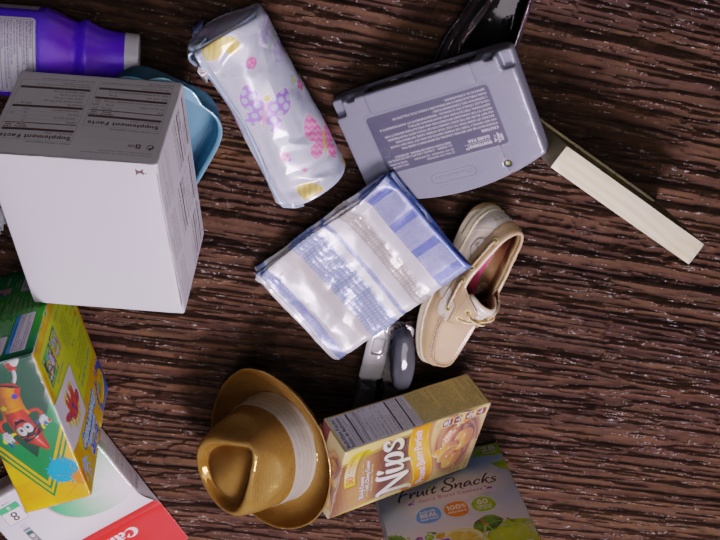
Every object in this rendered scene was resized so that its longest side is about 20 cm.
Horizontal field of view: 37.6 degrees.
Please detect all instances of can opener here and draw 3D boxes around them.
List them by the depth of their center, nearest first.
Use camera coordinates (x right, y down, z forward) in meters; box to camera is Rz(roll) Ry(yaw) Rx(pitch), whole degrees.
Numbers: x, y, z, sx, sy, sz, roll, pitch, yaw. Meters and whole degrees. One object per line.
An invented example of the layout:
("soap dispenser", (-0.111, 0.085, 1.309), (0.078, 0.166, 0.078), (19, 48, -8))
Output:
("can opener", (0.021, 0.151, 1.224), (0.053, 0.067, 0.202), (6, 114, -14))

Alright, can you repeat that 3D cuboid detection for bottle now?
("bottle", (-0.309, -0.208, 1.001), (0.197, 0.065, 0.085), (1, 112, -10))

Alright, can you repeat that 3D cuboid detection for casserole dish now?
("casserole dish", (-0.209, -0.126, 1.038), (0.120, 0.039, 0.200), (21, 137, -18))

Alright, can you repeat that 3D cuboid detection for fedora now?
("fedora", (-0.121, 0.208, 1.163), (0.081, 0.199, 0.203), (-22, 126, -46))

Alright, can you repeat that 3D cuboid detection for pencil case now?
("pencil case", (-0.091, -0.161, 1.046), (0.082, 0.091, 0.201), (-6, 126, 38))

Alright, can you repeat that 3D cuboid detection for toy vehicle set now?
("toy vehicle set", (0.262, -0.090, 1.121), (0.199, 0.125, 0.027), (31, 106, -21))

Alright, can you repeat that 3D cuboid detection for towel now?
("towel", (0.000, 0.000, 1.144), (0.199, 0.024, 0.147), (-35, 108, 22))

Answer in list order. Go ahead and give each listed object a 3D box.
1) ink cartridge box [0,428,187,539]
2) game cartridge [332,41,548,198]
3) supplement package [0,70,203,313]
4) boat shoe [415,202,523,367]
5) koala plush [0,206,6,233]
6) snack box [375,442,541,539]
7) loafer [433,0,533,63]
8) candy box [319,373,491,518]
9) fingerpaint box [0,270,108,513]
("ink cartridge box", (-0.322, 0.299, 1.248), (0.160, 0.050, 0.201), (-29, 114, 5))
("game cartridge", (0.083, -0.143, 1.075), (0.198, 0.041, 0.134), (-12, 116, 26))
("supplement package", (-0.241, -0.069, 0.994), (0.154, 0.112, 0.201), (4, 138, 3))
("boat shoe", (0.122, 0.028, 1.172), (0.073, 0.069, 0.202), (0, 118, -40))
("koala plush", (-0.443, -0.087, 1.002), (0.175, 0.185, 0.201), (-17, 137, 11))
("snack box", (0.109, 0.298, 1.234), (0.166, 0.200, 0.068), (-11, 117, -5))
("loafer", (0.124, -0.228, 1.066), (0.071, 0.063, 0.202), (16, 111, -16))
("candy box", (0.044, 0.198, 1.203), (0.198, 0.055, 0.116), (-14, 136, -30))
("fingerpaint box", (-0.324, 0.113, 1.075), (0.072, 0.201, 0.169), (-14, 117, -1))
